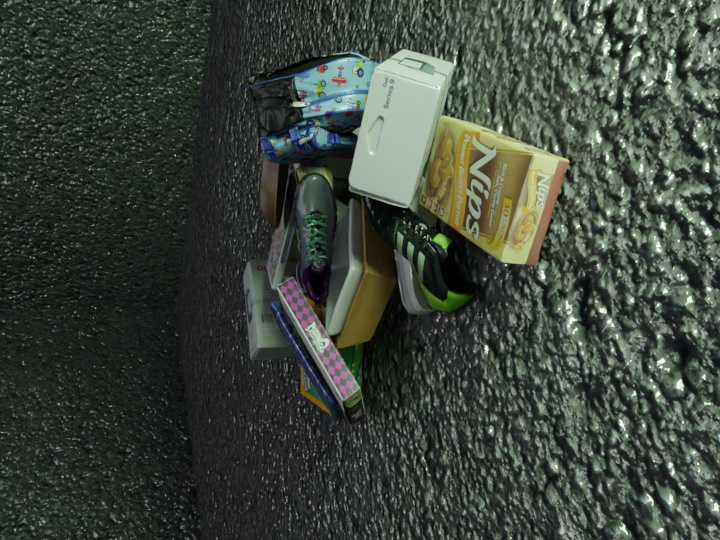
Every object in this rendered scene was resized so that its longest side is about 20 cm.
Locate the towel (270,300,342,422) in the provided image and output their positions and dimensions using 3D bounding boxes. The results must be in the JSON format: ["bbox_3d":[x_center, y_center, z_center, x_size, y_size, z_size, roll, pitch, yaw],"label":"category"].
[{"bbox_3d":[-0.089,0.153,0.993,0.202,0.023,0.146,55,168,22],"label":"towel"}]

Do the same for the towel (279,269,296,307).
[{"bbox_3d":[-0.106,0.044,1.149,0.086,0.018,0.201,45,142,8],"label":"towel"}]

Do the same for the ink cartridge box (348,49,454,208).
[{"bbox_3d":[0.056,-0.188,0.753,0.201,0.081,0.150,-63,-12,-61],"label":"ink cartridge box"}]

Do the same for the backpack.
[{"bbox_3d":[-0.051,-0.255,0.920,0.194,0.182,0.140,-9,93,24],"label":"backpack"}]

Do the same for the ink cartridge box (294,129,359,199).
[{"bbox_3d":[-0.064,-0.242,1.140,0.201,0.082,0.150,125,139,-54],"label":"ink cartridge box"}]

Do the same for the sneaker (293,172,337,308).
[{"bbox_3d":[-0.064,-0.047,0.935,0.088,0.072,0.207,-127,34,-63],"label":"sneaker"}]

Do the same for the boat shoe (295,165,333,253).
[{"bbox_3d":[-0.088,-0.077,1.004,0.074,0.061,0.207,-127,39,-53],"label":"boat shoe"}]

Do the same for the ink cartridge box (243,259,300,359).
[{"bbox_3d":[-0.177,0.084,1.302,0.088,0.141,0.206,132,133,-56],"label":"ink cartridge box"}]

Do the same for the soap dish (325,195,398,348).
[{"bbox_3d":[0.000,0.000,0.937,0.203,0.078,0.160,-92,19,-50],"label":"soap dish"}]

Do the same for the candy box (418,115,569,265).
[{"bbox_3d":[0.147,-0.101,0.695,0.200,0.054,0.119,-131,50,-57],"label":"candy box"}]

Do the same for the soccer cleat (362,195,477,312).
[{"bbox_3d":[0.078,-0.039,0.761,0.202,0.067,0.081,54,143,-3],"label":"soccer cleat"}]

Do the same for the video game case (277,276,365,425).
[{"bbox_3d":[-0.059,0.132,0.925,0.202,0.035,0.183,56,168,23],"label":"video game case"}]

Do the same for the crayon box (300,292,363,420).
[{"bbox_3d":[-0.054,0.149,1.065,0.117,0.057,0.207,21,116,45],"label":"crayon box"}]

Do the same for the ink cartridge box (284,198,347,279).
[{"bbox_3d":[-0.103,-0.047,1.176,0.119,0.066,0.201,-61,3,-41],"label":"ink cartridge box"}]

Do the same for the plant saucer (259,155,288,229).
[{"bbox_3d":[-0.155,-0.180,1.065,0.200,0.035,0.208,-172,89,-86],"label":"plant saucer"}]

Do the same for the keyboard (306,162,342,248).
[{"bbox_3d":[-0.069,-0.129,1.046,0.057,0.010,0.203,107,151,-42],"label":"keyboard"}]

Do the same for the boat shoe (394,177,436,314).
[{"bbox_3d":[0.076,-0.038,0.849,0.068,0.070,0.207,-27,73,62],"label":"boat shoe"}]

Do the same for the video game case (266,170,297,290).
[{"bbox_3d":[-0.147,-0.081,1.140,0.143,0.017,0.206,-126,50,-68],"label":"video game case"}]
